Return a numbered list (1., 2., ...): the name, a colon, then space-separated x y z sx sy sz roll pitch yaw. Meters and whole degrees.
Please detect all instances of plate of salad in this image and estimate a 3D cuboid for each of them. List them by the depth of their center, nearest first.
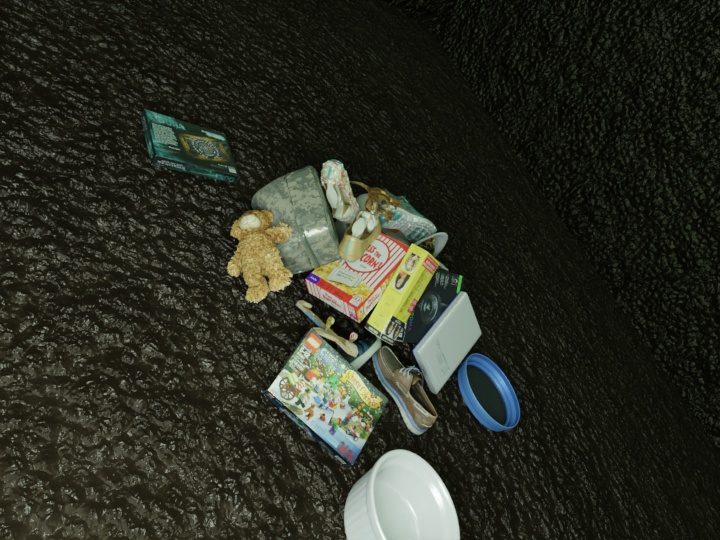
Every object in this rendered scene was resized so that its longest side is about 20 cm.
1. plate of salad: 0.145 -0.020 1.380 0.197 0.200 0.049 -8 56 -52

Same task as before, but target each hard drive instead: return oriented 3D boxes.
1. hard drive: 0.205 0.166 1.282 0.200 0.025 0.134 -45 124 -29

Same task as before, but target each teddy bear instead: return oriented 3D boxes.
1. teddy bear: -0.196 -0.036 1.058 0.067 0.141 0.206 35 47 -56

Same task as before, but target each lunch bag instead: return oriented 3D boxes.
1. lunch bag: -0.141 -0.100 1.167 0.140 0.163 0.205 70 2 -58

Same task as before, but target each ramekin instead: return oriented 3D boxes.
1. ramekin: 0.065 0.418 0.921 0.198 0.098 0.204 31 37 -26

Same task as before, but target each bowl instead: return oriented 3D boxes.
1. bowl: 0.323 0.310 1.397 0.198 0.039 0.204 31 37 -25

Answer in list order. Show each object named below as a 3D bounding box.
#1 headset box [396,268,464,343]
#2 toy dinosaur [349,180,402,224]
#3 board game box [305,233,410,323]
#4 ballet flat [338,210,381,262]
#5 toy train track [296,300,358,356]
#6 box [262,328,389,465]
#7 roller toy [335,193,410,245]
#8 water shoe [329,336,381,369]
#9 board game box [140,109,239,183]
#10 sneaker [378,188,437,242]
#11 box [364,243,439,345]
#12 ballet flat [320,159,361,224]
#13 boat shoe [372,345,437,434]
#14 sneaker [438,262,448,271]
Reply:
1. headset box: 0.148 0.082 1.299 0.196 0.091 0.180 14 86 -43
2. toy dinosaur: 0.035 -0.165 1.218 0.105 0.061 0.201 37 11 -19
3. board game box: 0.000 0.000 1.186 0.149 0.047 0.200 26 56 30
4. ballet flat: 0.008 -0.089 1.165 0.067 0.065 0.201 17 34 6
5. toy train track: -0.063 0.101 1.070 0.114 0.033 0.199 31 3 -44
6. box: -0.058 0.225 0.982 0.199 0.038 0.138 42 59 -8
7. roller toy: 0.032 -0.089 1.378 0.198 0.139 0.185 38 34 -15
8. water shoe: -0.024 0.163 1.109 0.079 0.072 0.199 48 32 6
9. board game box: -0.366 -0.265 1.192 0.196 0.028 0.138 8 49 -45
10. sneaker: 0.110 -0.137 1.328 0.197 0.077 0.094 24 46 -39
11. box: 0.088 0.051 1.159 0.049 0.204 0.075 28 -3 34
12. ballet flat: -0.047 -0.154 1.205 0.202 0.073 0.065 64 37 -52
13. boat shoe: 0.099 0.240 1.172 0.071 0.072 0.203 -12 65 -54
14. sneaker: 0.174 -0.021 1.534 0.196 0.075 0.079 17 47 -41
